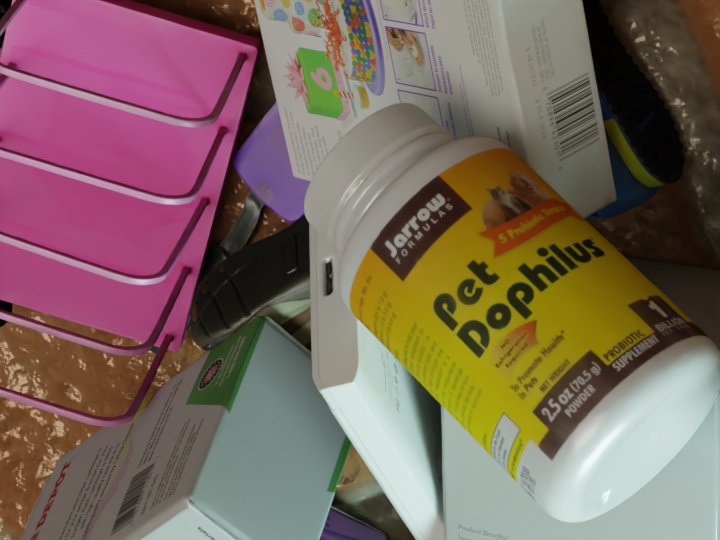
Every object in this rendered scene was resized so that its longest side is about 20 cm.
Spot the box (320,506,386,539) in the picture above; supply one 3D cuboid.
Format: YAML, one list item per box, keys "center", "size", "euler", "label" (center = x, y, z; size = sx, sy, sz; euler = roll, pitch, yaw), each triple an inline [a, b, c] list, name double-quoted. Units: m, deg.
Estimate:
- center: [-0.075, 0.251, 1.417]
  size: [0.097, 0.200, 0.176]
  euler: [26, 123, -12]
  label: "box"

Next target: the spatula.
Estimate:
- center: [-0.072, -0.019, 1.423]
  size: [0.057, 0.021, 0.200]
  euler: [45, 125, 12]
  label: "spatula"

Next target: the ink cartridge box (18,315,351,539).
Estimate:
- center: [-0.104, 0.137, 1.355]
  size: [0.084, 0.145, 0.200]
  euler: [40, 131, -18]
  label: "ink cartridge box"

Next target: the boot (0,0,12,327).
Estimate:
- center: [-0.227, -0.076, 1.450]
  size: [0.168, 0.076, 0.200]
  euler: [-30, 87, 38]
  label: "boot"

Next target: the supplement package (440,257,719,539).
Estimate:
- center: [0.140, 0.113, 1.283]
  size: [0.152, 0.151, 0.200]
  euler: [9, 114, 26]
  label: "supplement package"

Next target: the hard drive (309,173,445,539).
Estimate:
- center: [0.019, 0.057, 1.281]
  size: [0.026, 0.132, 0.200]
  euler: [-12, 142, 14]
  label: "hard drive"

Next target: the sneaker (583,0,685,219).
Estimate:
- center: [0.089, -0.117, 1.270]
  size: [0.078, 0.066, 0.200]
  euler: [-23, 98, 37]
  label: "sneaker"

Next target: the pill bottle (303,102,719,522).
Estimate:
- center: [0.066, 0.014, 1.147]
  size: [0.200, 0.109, 0.109]
  euler: [45, 125, 23]
  label: "pill bottle"

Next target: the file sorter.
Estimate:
- center: [-0.154, -0.035, 1.352]
  size: [0.139, 0.125, 0.200]
  euler: [17, 117, 0]
  label: "file sorter"

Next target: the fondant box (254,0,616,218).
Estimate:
- center: [0.032, -0.106, 1.258]
  size: [0.200, 0.058, 0.145]
  euler: [16, 126, 47]
  label: "fondant box"

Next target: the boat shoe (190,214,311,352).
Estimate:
- center: [0.000, 0.000, 1.370]
  size: [0.200, 0.076, 0.074]
  euler: [-27, 128, 25]
  label: "boat shoe"
